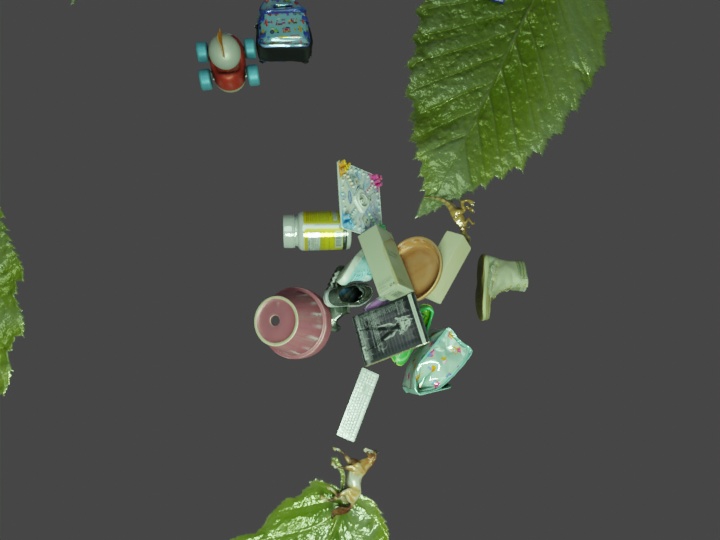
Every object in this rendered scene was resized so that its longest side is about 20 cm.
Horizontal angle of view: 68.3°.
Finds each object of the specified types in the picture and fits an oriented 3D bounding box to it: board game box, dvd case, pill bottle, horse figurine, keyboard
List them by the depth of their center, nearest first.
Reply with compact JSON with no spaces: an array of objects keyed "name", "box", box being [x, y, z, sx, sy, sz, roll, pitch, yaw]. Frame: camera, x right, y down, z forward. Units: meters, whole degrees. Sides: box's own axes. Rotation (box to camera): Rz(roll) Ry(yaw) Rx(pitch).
[{"name":"horse figurine","box":[-0.034,0.584,1.472,0.131,0.050,0.204,22,69,-20]},{"name":"dvd case","box":[0.084,0.167,1.502,0.197,0.016,0.151,-23,66,13]},{"name":"keyboard","box":[-0.007,0.388,1.537,0.055,0.011,0.203,22,78,-2]},{"name":"pill bottle","box":[-0.129,-0.117,1.562,0.196,0.114,0.117,-1,80,-7]},{"name":"board game box","box":[0.008,-0.208,1.571,0.026,0.198,0.204,-13,76,37]}]

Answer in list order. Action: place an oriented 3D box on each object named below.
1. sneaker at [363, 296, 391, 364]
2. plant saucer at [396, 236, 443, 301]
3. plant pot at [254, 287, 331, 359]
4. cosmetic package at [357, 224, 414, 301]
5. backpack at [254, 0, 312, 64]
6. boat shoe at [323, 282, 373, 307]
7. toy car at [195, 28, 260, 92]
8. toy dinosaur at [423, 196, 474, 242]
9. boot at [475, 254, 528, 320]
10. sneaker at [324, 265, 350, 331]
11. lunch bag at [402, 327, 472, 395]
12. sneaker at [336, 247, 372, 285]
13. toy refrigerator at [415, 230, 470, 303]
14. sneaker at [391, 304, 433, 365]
[{"name":"sneaker","box":[0.042,0.170,1.563,0.113,0.073,0.203,28,82,19]},{"name":"plant saucer","box":[0.158,0.000,1.565,0.197,0.037,0.204,-16,63,32]},{"name":"plant pot","box":[-0.195,0.142,1.445,0.196,0.179,0.204,-2,83,14]},{"name":"cosmetic package","box":[0.073,-0.020,1.534,0.072,0.103,0.203,-30,64,23]},{"name":"backpack","box":[-0.241,-0.768,1.659,0.179,0.135,0.204,-2,77,-8]},{"name":"boat shoe","box":[-0.019,0.066,1.512,0.198,0.065,0.071,0,81,-50]},{"name":"toy car","box":[-0.404,-0.656,1.583,0.180,0.200,0.181,-7,80,-8]},{"name":"toy dinosaur","box":[0.300,-0.183,1.653,0.105,0.060,0.202,-33,85,-10]},{"name":"boot","box":[0.433,0.058,1.621,0.151,0.072,0.204,7,78,-8]},{"name":"sneaker","box":[-0.065,0.088,1.559,0.089,0.066,0.204,19,82,-6]},{"name":"lunch bag","box":[0.203,0.270,1.501,0.122,0.170,0.201,40,78,-2]},{"name":"sneaker","box":[0.000,0.000,1.531,0.082,0.074,0.200,43,35,-2]},{"name":"toy refrigerator","box":[0.248,-0.011,1.598,0.069,0.076,0.202,20,74,40]},{"name":"sneaker","box":[0.150,0.182,1.556,0.073,0.084,0.202,32,78,0]}]
